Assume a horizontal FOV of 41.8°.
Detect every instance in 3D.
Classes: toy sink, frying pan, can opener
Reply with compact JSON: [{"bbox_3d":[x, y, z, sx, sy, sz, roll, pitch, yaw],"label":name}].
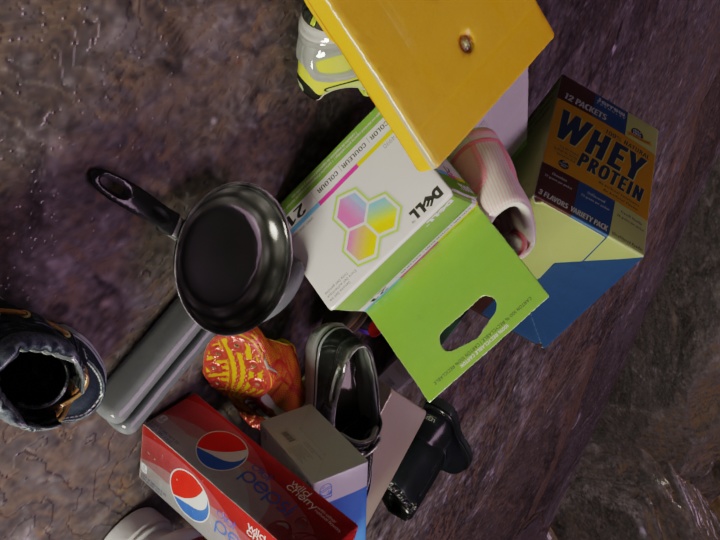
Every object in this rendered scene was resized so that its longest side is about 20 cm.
[{"bbox_3d":[-0.034,0.207,1.044,0.202,0.111,0.130,-61,152,-6],"label":"toy sink"},{"bbox_3d":[-0.123,-0.009,0.686,0.188,0.031,0.117,0,98,-47],"label":"frying pan"},{"bbox_3d":[-0.128,0.047,0.750,0.200,0.066,0.053,-47,155,-17],"label":"can opener"}]

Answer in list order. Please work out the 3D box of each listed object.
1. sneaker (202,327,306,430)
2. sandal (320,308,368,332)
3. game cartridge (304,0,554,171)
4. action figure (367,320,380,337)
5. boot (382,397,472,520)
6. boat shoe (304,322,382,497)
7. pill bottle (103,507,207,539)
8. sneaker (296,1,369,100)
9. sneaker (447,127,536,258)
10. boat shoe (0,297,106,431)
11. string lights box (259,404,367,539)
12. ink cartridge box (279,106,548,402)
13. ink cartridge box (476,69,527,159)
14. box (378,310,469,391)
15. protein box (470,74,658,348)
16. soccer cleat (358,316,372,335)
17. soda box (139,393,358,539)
[{"bbox_3d":[-0.095,0.087,0.871,0.201,0.072,0.078,78,26,-62],"label":"sneaker"},{"bbox_3d":[0.000,0.000,0.918,0.200,0.053,0.081,-52,-167,53],"label":"sandal"},{"bbox_3d":[0.046,-0.207,0.705,0.177,0.032,0.201,-47,112,-26],"label":"game cartridge"},{"bbox_3d":[0.044,0.015,0.993,0.201,0.065,0.052,-74,-170,-58],"label":"action figure"},{"bbox_3d":[0.096,0.310,1.455,0.169,0.076,0.201,-53,148,-24],"label":"boot"},{"bbox_3d":[-0.015,0.152,0.905,0.071,0.071,0.204,-19,114,-27],"label":"boat shoe"},{"bbox_3d":[-0.142,0.303,0.831,0.112,0.198,0.113,-43,151,-31],"label":"pill bottle"},{"bbox_3d":[0.029,-0.183,0.768,0.197,0.076,0.077,-7,137,-33],"label":"sneaker"},{"bbox_3d":[0.102,-0.025,0.881,0.074,0.106,0.202,-11,144,-23],"label":"sneaker"},{"bbox_3d":[-0.200,0.071,0.593,0.071,0.090,0.201,-55,156,-10],"label":"boat shoe"},{"bbox_3d":[-0.045,0.240,0.871,0.058,0.102,0.203,-15,121,-29],"label":"string lights box"},{"bbox_3d":[0.038,-0.013,0.791,0.148,0.201,0.075,-43,160,17],"label":"ink cartridge box"},{"bbox_3d":[0.098,-0.160,0.927,0.148,0.075,0.201,-49,152,-23],"label":"ink cartridge box"},{"bbox_3d":[0.104,0.060,1.184,0.201,0.036,0.145,-51,178,-23],"label":"box"},{"bbox_3d":[0.218,-0.064,1.065,0.199,0.133,0.202,-55,-169,50],"label":"protein box"},{"bbox_3d":[0.052,0.036,1.085,0.199,0.068,0.074,-36,151,-48],"label":"soccer cleat"},{"bbox_3d":[-0.099,0.193,0.793,0.063,0.199,0.071,-28,143,-45],"label":"soda box"}]
